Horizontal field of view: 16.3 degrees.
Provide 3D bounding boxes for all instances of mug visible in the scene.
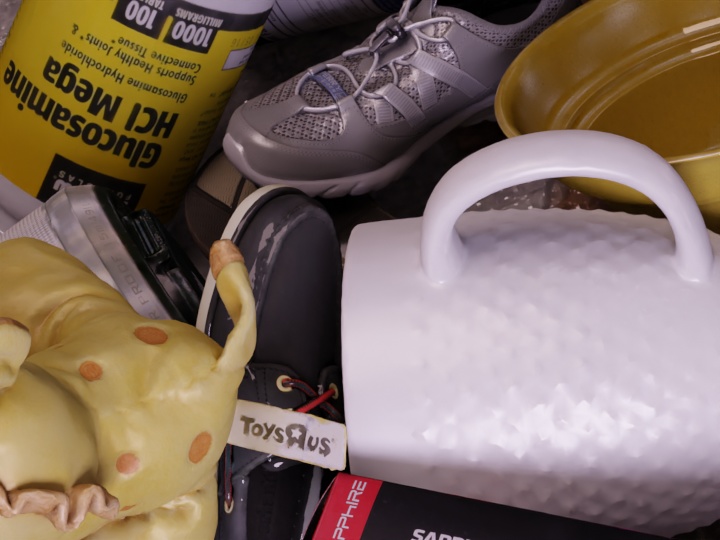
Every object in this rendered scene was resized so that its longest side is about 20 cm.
[{"bbox_3d":[0.085,0.027,1.034,0.174,0.201,0.148,-4,39,8],"label":"mug"}]

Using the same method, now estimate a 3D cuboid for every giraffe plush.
[{"bbox_3d":[-0.131,0.073,0.952,0.199,0.162,0.174,-9,90,34],"label":"giraffe plush"}]

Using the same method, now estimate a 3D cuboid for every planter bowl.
[{"bbox_3d":[0.165,-0.064,1.112,0.199,0.084,0.201,-15,28,8],"label":"planter bowl"}]

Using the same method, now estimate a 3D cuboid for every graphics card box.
[{"bbox_3d":[0.083,0.147,0.976,0.199,0.126,0.051,10,55,21],"label":"graphics card box"}]

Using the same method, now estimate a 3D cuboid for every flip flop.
[{"bbox_3d":[0.000,0.000,1.195,0.199,0.058,0.081,26,65,21],"label":"flip flop"}]

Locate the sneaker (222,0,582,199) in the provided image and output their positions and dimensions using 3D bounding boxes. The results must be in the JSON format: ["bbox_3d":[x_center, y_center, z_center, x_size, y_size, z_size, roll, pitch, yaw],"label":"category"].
[{"bbox_3d":[0.020,-0.101,1.188,0.199,0.082,0.075,-26,47,-24],"label":"sneaker"}]

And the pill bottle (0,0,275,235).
[{"bbox_3d":[-0.125,-0.084,1.229,0.113,0.112,0.201,49,122,41],"label":"pill bottle"}]

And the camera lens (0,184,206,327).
[{"bbox_3d":[-0.149,0.071,1.148,0.199,0.160,0.160,-36,49,1],"label":"camera lens"}]

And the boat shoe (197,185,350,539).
[{"bbox_3d":[-0.030,0.067,1.062,0.063,0.073,0.203,10,95,49],"label":"boat shoe"}]

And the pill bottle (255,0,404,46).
[{"bbox_3d":[-0.033,-0.178,1.292,0.199,0.112,0.113,-11,54,20],"label":"pill bottle"}]
